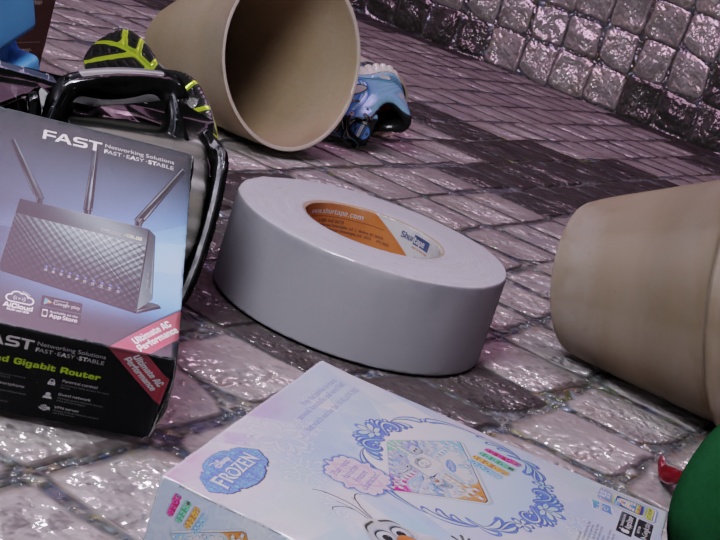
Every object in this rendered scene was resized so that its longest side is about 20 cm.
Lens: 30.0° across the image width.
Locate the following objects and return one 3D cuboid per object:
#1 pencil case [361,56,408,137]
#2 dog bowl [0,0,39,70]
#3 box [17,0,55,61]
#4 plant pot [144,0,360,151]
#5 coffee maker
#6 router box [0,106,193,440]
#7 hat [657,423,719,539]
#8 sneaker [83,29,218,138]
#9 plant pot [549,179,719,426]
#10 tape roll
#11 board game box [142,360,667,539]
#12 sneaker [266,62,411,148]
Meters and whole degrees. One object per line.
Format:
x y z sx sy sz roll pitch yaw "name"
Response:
-0.032 -0.239 1.690 0.199 0.090 0.078 32 50 31 "pencil case"
-0.257 -0.150 0.925 0.049 0.202 0.112 11 31 13 "dog bowl"
-0.351 -0.228 1.062 0.164 0.202 0.164 21 16 14 "box"
-0.134 -0.230 1.414 0.199 0.190 0.186 13 8 44 "plant pot"
-0.206 -0.061 0.843 0.198 0.136 0.192 12 -7 -25 "coffee maker"
-0.184 -0.011 0.659 0.198 0.062 0.151 13 41 -16 "router box"
0.166 0.128 0.699 0.175 0.167 0.200 -6 -36 44 "hat"
-0.173 -0.138 1.195 0.200 0.075 0.077 53 -6 38 "sneaker"
0.241 0.015 0.989 0.172 0.203 0.199 9 8 33 "plant pot"
0.000 0.000 0.943 0.198 0.067 0.200 18 16 -5 "tape roll"
0.032 0.119 0.609 0.197 0.044 0.200 24 16 13 "board game box"
-0.020 -0.185 1.526 0.198 0.079 0.090 -11 57 -34 "sneaker"
